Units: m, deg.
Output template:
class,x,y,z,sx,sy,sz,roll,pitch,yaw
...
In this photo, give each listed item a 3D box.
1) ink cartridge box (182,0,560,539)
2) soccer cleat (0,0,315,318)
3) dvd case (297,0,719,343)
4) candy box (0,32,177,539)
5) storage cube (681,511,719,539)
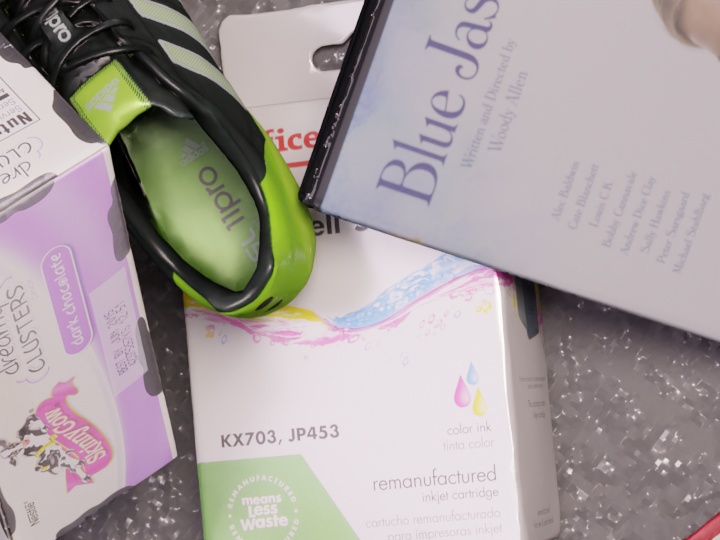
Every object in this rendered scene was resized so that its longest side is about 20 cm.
class,x,y,z,sx,sy,sz,roll,pitch,yaw
ink cartridge box,0.000,0.000,0.920,0.117,0.067,0.201,-7,86,15
soccer cleat,-0.083,-0.069,0.849,0.067,0.081,0.200,-39,92,6
dvd case,0.094,-0.059,0.867,0.199,0.018,0.143,18,96,-16
candy box,-0.153,-0.027,0.883,0.071,0.168,0.200,-33,57,-20
storage cube,0.144,0.164,0.809,0.171,0.200,0.180,-40,84,10
